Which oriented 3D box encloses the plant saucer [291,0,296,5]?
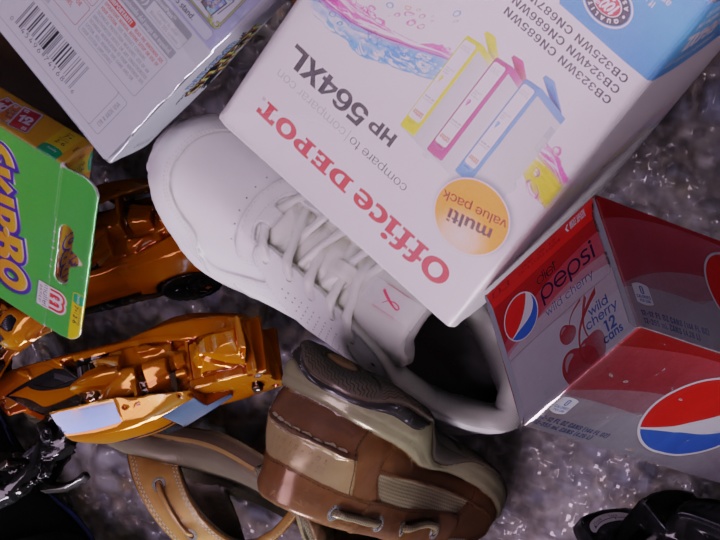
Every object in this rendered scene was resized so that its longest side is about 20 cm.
[{"bbox_3d":[0.059,-0.139,1.057,0.199,0.032,0.202,11,114,25],"label":"plant saucer"}]

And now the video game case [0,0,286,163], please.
[{"bbox_3d":[-0.101,-0.176,1.011,0.200,0.045,0.181,50,124,3],"label":"video game case"}]

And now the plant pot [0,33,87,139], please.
[{"bbox_3d":[-0.122,-0.161,1.109,0.200,0.093,0.202,10,114,24],"label":"plant pot"}]

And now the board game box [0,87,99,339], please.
[{"bbox_3d":[-0.191,-0.054,1.122,0.199,0.030,0.096,33,136,20],"label":"board game box"}]

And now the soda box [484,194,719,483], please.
[{"bbox_3d":[0.147,0.038,0.984,0.070,0.199,0.064,-43,46,33],"label":"soda box"}]

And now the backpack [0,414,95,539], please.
[{"bbox_3d":[-0.246,0.146,1.233,0.200,0.190,0.154,49,135,4],"label":"backpack"}]

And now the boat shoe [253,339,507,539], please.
[{"bbox_3d":[0.002,0.091,1.081,0.075,0.200,0.074,25,82,27],"label":"boat shoe"}]

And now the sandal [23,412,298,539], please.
[{"bbox_3d":[-0.080,0.103,1.189,0.199,0.080,0.054,19,78,25],"label":"sandal"}]

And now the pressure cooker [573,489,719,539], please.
[{"bbox_3d":[0.140,0.199,1.060,0.175,0.179,0.200,30,122,-8],"label":"pressure cooker"}]

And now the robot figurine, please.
[{"bbox_3d":[-0.135,0.025,1.167,0.199,0.058,0.146,-15,67,17],"label":"robot figurine"}]

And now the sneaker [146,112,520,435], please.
[{"bbox_3d":[0.000,0.000,1.072,0.199,0.099,0.078,34,88,-12],"label":"sneaker"}]

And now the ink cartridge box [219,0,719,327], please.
[{"bbox_3d":[0.053,-0.086,0.987,0.128,0.125,0.200,42,122,8],"label":"ink cartridge box"}]
